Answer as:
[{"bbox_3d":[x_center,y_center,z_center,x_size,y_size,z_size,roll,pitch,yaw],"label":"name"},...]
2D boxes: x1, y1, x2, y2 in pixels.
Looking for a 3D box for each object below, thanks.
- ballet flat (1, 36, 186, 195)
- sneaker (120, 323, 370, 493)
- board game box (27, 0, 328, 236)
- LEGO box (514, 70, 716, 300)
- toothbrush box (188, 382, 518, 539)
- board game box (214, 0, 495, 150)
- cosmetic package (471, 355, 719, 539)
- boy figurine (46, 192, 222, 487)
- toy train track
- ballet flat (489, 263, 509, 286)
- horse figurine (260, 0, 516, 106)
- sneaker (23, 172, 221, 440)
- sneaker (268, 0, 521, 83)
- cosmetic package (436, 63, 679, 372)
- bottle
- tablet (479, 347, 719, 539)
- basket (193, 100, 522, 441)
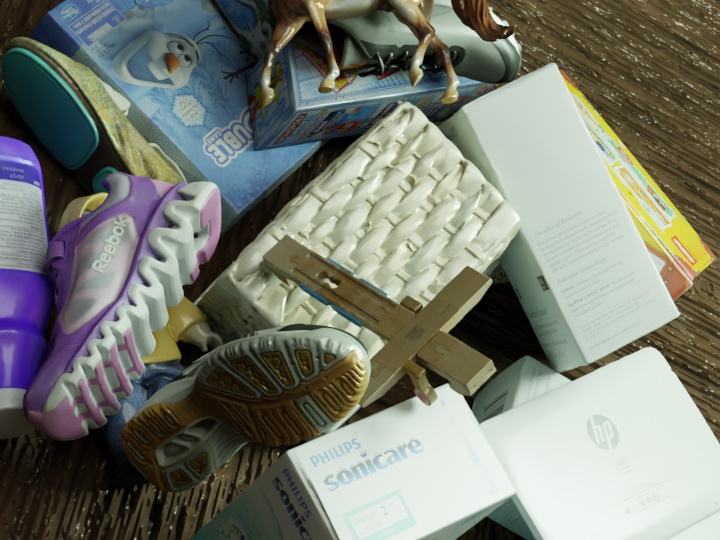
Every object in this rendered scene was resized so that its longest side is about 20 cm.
[{"bbox_3d":[-0.172,-0.085,1.572,0.200,0.071,0.071,52,47,-1],"label":"ballet flat"},{"bbox_3d":[-0.064,0.064,1.375,0.076,0.199,0.088,54,42,-14],"label":"sneaker"},{"bbox_3d":[-0.111,-0.152,1.670,0.199,0.043,0.200,46,46,-1],"label":"board game box"},{"bbox_3d":[0.175,-0.053,1.729,0.200,0.077,0.149,51,17,5],"label":"LEGO box"},{"bbox_3d":[-0.020,0.166,1.414,0.146,0.200,0.086,-19,72,-41],"label":"toothbrush box"},{"bbox_3d":[-0.026,-0.177,1.673,0.199,0.062,0.201,-30,81,-44],"label":"board game box"},{"bbox_3d":[0.172,0.158,1.635,0.199,0.074,0.102,32,48,-14],"label":"cosmetic package"},{"bbox_3d":[-0.151,0.041,1.503,0.124,0.064,0.201,-6,67,-29],"label":"boy figurine"},{"bbox_3d":[0.011,0.032,1.404,0.115,0.033,0.200,-43,46,-17],"label":"toy train track"},{"bbox_3d":[0.065,-0.023,1.680,0.199,0.075,0.068,-4,65,-36],"label":"ballet flat"},{"bbox_3d":[0.002,-0.179,1.542,0.198,0.050,0.134,-2,68,-10],"label":"horse figurine"},{"bbox_3d":[-0.167,0.015,1.436,0.088,0.081,0.201,23,61,12],"label":"sneaker"},{"bbox_3d":[0.022,-0.167,1.617,0.199,0.074,0.080,17,63,-18],"label":"sneaker"},{"bbox_3d":[0.137,-0.036,1.596,0.081,0.113,0.201,-28,88,-9],"label":"cosmetic package"},{"bbox_3d":[-0.240,0.010,1.462,0.083,0.065,0.201,3,60,-26],"label":"bottle"},{"bbox_3d":[0.179,0.135,1.597,0.199,0.014,0.131,-20,73,-41],"label":"tablet"},{"bbox_3d":[0.000,0.000,1.542,0.136,0.123,0.200,45,73,1],"label":"basket"}]
